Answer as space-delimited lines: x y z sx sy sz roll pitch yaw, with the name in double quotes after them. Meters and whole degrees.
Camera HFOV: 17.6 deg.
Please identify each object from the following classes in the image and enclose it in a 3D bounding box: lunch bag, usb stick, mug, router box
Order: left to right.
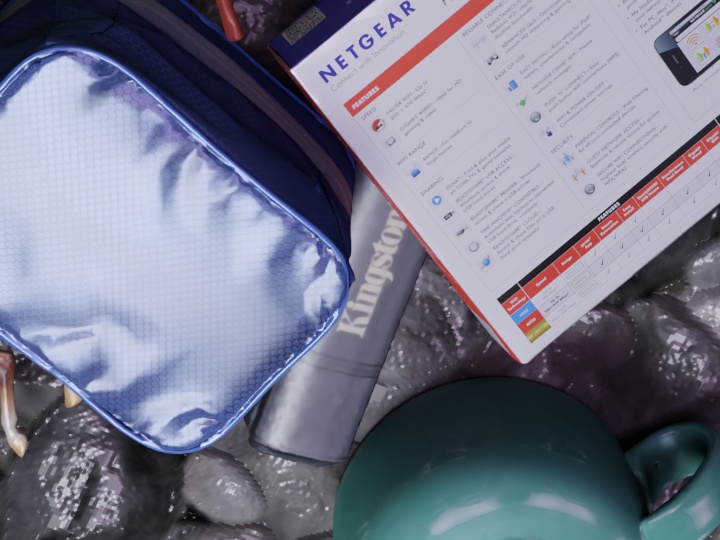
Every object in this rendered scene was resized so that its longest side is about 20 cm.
-0.103 -0.039 0.996 0.200 0.132 0.136 41 110 -19 "lunch bag"
0.000 0.000 1.076 0.055 0.033 0.201 17 109 -11 "usb stick"
0.075 0.131 1.092 0.152 0.115 0.185 32 107 -16 "mug"
0.092 -0.090 1.015 0.200 0.049 0.180 -39 114 0 "router box"

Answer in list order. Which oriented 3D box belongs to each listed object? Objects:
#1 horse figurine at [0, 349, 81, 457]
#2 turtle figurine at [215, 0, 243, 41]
-0.211 0.044 1.066 0.199 0.050 0.133 -27 117 7 "horse figurine"
0.002 -0.194 0.966 0.161 0.064 0.201 6 98 25 "turtle figurine"
